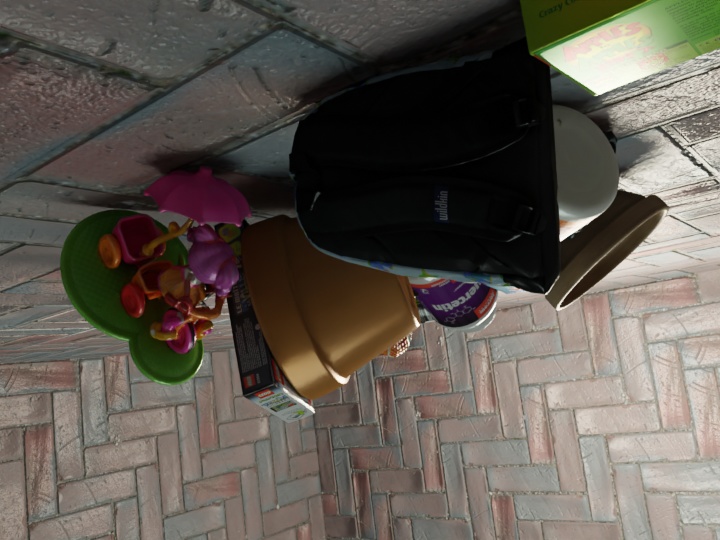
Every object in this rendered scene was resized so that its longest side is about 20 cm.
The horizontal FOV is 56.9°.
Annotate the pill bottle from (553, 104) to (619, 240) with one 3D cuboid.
[{"bbox_3d":[0.146,-0.062,0.647,0.108,0.111,0.200,-4,161,-21],"label":"pill bottle"}]

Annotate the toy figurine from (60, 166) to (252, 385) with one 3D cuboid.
[{"bbox_3d":[-0.172,-0.009,0.638,0.183,0.202,0.149,-32,171,41],"label":"toy figurine"}]

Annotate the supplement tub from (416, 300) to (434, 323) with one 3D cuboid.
[{"bbox_3d":[0.093,0.049,1.338,0.197,0.124,0.122,-9,171,16],"label":"supplement tub"}]

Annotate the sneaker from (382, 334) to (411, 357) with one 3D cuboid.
[{"bbox_3d":[0.050,0.028,1.006,0.077,0.202,0.073,20,-174,37],"label":"sneaker"}]

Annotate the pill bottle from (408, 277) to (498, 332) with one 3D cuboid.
[{"bbox_3d":[0.127,0.010,0.943,0.111,0.114,0.200,-12,144,26],"label":"pill bottle"}]

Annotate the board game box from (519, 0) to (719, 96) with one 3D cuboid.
[{"bbox_3d":[0.197,-0.162,0.350,0.198,0.048,0.101,-15,168,39],"label":"board game box"}]

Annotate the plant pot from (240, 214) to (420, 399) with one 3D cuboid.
[{"bbox_3d":[-0.022,0.020,0.717,0.139,0.202,0.200,-21,169,8],"label":"plant pot"}]

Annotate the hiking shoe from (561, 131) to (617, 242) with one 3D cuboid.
[{"bbox_3d":[0.236,-0.088,0.715,0.073,0.088,0.200,-9,171,8],"label":"hiking shoe"}]

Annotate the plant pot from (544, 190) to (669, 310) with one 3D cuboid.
[{"bbox_3d":[0.314,-0.046,0.913,0.200,0.093,0.201,-34,160,-14],"label":"plant pot"}]

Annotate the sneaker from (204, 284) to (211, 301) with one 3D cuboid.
[{"bbox_3d":[-0.295,0.022,1.016,0.097,0.072,0.200,-11,172,24],"label":"sneaker"}]

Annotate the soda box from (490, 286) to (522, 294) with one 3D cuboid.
[{"bbox_3d":[0.212,-0.011,0.919,0.063,0.069,0.200,-10,171,20],"label":"soda box"}]

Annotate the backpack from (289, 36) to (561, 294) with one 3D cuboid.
[{"bbox_3d":[0.042,-0.068,0.487,0.197,0.165,0.154,-4,-173,20],"label":"backpack"}]

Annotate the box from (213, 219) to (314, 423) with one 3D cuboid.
[{"bbox_3d":[-0.104,0.052,0.712,0.034,0.202,0.110,-21,150,8],"label":"box"}]

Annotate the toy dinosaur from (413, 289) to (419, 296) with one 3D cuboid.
[{"bbox_3d":[0.000,0.000,0.836,0.102,0.137,0.199,-29,176,-46],"label":"toy dinosaur"}]
